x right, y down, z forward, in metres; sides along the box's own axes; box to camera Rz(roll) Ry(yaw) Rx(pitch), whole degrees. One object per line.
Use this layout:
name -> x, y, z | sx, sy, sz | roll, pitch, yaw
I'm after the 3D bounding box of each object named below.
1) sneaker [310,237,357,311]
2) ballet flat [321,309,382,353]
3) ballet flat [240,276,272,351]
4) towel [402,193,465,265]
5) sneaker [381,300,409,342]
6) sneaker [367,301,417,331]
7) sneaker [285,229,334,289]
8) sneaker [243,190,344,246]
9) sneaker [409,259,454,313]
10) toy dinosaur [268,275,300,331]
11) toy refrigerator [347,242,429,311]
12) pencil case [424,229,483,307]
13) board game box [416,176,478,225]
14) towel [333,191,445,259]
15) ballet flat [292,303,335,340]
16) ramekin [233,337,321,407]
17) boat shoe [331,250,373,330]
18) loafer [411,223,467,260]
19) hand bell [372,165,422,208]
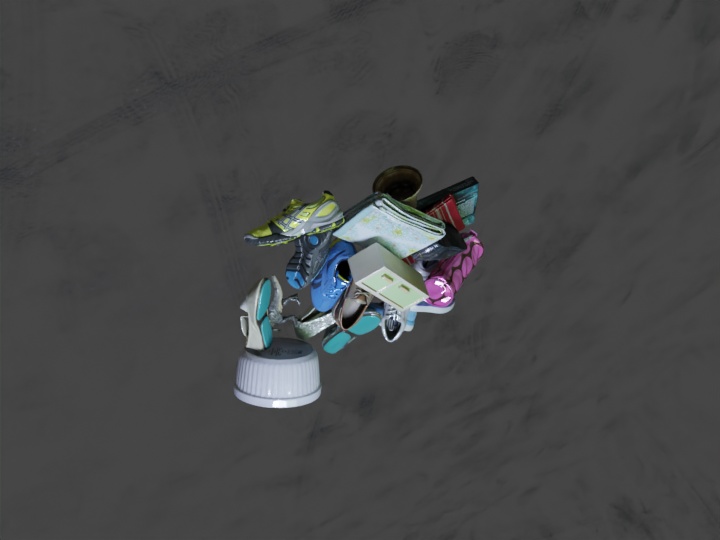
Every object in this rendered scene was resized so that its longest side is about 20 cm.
sneaker -> -0.059, 0.025, 1.700 | 0.066, 0.078, 0.200 | 8, 127, -22
ballet flat -> -0.023, 0.126, 1.872 | 0.074, 0.074, 0.200 | 9, 146, -45
ballet flat -> -0.228, 0.092, 1.684 | 0.069, 0.069, 0.200 | -16, 130, -24
towel -> 0.139, -0.081, 1.764 | 0.200, 0.022, 0.145 | -34, 148, 2
sneaker -> 0.086, 0.082, 1.820 | 0.073, 0.071, 0.200 | 6, 129, 10
sneaker -> 0.072, 0.089, 1.948 | 0.200, 0.078, 0.090 | 12, 107, -51
sneaker -> -0.096, -0.057, 1.628 | 0.082, 0.073, 0.200 | -35, 156, -54
sneaker -> -0.133, -0.098, 1.537 | 0.200, 0.077, 0.075 | -16, 179, 1
sneaker -> 0.182, 0.023, 1.916 | 0.200, 0.081, 0.147 | 1, 117, -45
toy dinosaur -> -0.180, 0.089, 1.747 | 0.088, 0.047, 0.200 | -2, 132, -29
toy refrigerator -> 0.063, 0.020, 1.665 | 0.076, 0.070, 0.200 | -29, 147, 20
pencil case -> 0.215, -0.007, 1.828 | 0.200, 0.091, 0.094 | -54, 173, -39
board game box -> 0.174, -0.124, 1.784 | 0.200, 0.028, 0.135 | -24, 145, -16
towel -> 0.054, -0.083, 1.599 | 0.171, 0.048, 0.200 | 24, 155, -22
ballet flat -> -0.070, 0.090, 1.823 | 0.200, 0.072, 0.072 | -32, 146, -6
ramekin -> -0.186, 0.224, 1.776 | 0.200, 0.200, 0.105 | -5, 105, -35
boat shoe -> 0.001, 0.047, 1.736 | 0.076, 0.072, 0.200 | 15, 114, -19
loafer -> 0.173, -0.057, 1.728 | 0.072, 0.073, 0.200 | -37, 162, 24
hand bell -> 0.099, -0.112, 1.645 | 0.104, 0.104, 0.200 | -29, 138, -6
